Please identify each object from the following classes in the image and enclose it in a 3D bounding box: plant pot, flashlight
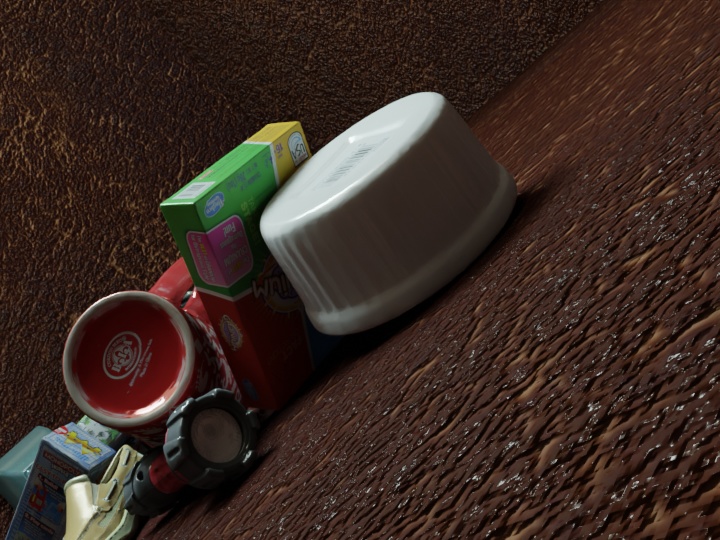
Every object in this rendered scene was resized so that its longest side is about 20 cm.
[{"bbox_3d":[-0.847,0.546,2.474,0.196,0.197,0.199,-44,13,-32],"label":"plant pot"},{"bbox_3d":[-0.142,0.153,0.725,0.200,0.067,0.069,-42,44,52],"label":"flashlight"}]

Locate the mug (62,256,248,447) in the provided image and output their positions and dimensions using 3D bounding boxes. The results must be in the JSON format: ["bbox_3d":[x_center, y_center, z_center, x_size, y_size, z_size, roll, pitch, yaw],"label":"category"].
[{"bbox_3d":[-0.181,0.071,0.821,0.132,0.180,0.200,-12,-13,0],"label":"mug"}]

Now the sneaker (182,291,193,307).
[{"bbox_3d":[-0.271,0.103,1.195,0.200,0.075,0.079,-44,0,-14],"label":"sneaker"}]

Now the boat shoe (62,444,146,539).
[{"bbox_3d":[-0.244,0.224,0.846,0.072,0.076,0.200,-41,5,15],"label":"boat shoe"}]

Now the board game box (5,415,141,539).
[{"bbox_3d":[-0.296,0.218,0.992,0.200,0.061,0.201,-54,-7,-49],"label":"board game box"}]

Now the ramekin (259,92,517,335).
[{"bbox_3d":[0.015,-0.052,0.734,0.199,0.098,0.201,-33,19,13],"label":"ramekin"}]

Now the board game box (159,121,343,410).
[{"bbox_3d":[-0.076,-0.006,0.808,0.040,0.202,0.153,1,33,36],"label":"board game box"}]

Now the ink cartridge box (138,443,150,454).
[{"bbox_3d":[-0.201,0.150,1.116,0.200,0.083,0.145,-40,4,43],"label":"ink cartridge box"}]
